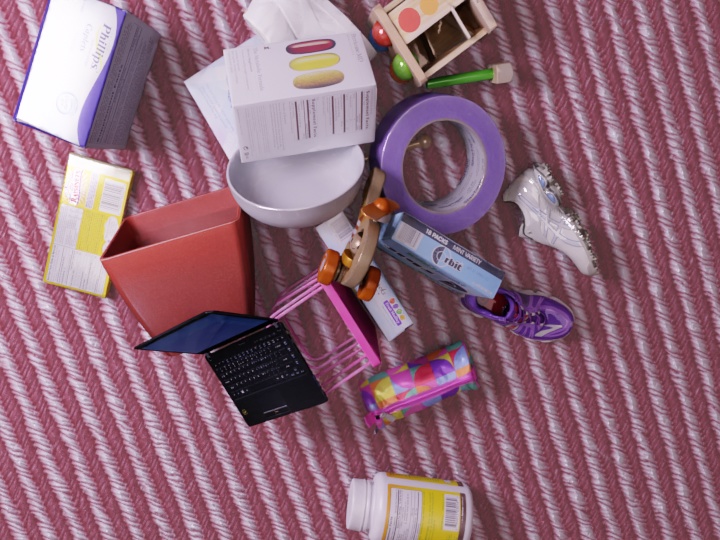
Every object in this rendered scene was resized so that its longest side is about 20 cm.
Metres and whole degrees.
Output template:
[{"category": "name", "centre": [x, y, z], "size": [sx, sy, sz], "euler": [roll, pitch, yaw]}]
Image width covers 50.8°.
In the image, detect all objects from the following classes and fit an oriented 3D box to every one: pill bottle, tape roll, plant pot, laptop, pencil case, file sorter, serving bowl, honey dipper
[{"category": "pill bottle", "centre": [0.078, 0.390, 1.229], "size": [0.194, 0.109, 0.113], "euler": [9, 98, -4]}, {"category": "tape roll", "centre": [0.115, -0.163, 1.148], "size": [0.194, 0.085, 0.206], "euler": [-4, 107, -12]}, {"category": "plant pot", "centre": [-0.243, 0.005, 1.123], "size": [0.195, 0.201, 0.181], "euler": [-16, 112, -1]}, {"category": "laptop", "centre": [-0.173, 0.139, 1.024], "size": [0.175, 0.103, 0.203], "euler": [-23, 103, 39]}, {"category": "pencil case", "centre": [0.093, 0.186, 1.215], "size": [0.196, 0.088, 0.090], "euler": [-25, 99, -1]}, {"category": "file sorter", "centre": [-0.059, 0.085, 1.134], "size": [0.124, 0.200, 0.141], "euler": [-32, 99, 4]}, {"category": "serving bowl", "centre": [-0.090, -0.124, 1.079], "size": [0.194, 0.203, 0.067], "euler": [-5, 133, -3]}, {"category": "honey dipper", "centre": [0.018, -0.178, 1.186], "size": [0.195, 0.038, 0.039], "euler": [-18, 99, -5]}]

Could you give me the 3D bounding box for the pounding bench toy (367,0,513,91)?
[{"category": "pounding bench toy", "centre": [0.116, -0.326, 1.123], "size": [0.154, 0.124, 0.202], "euler": [-35, 99, 2]}]

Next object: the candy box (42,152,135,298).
[{"category": "candy box", "centre": [-0.420, -0.069, 1.175], "size": [0.099, 0.026, 0.206], "euler": [15, 97, -3]}]

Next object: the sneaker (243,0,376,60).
[{"category": "sneaker", "centre": [-0.077, -0.339, 1.102], "size": [0.198, 0.074, 0.117], "euler": [34, 96, -26]}]

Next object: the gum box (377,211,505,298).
[{"category": "gum box", "centre": [0.104, -0.021, 1.123], "size": [0.167, 0.200, 0.045], "euler": [30, 87, -9]}]

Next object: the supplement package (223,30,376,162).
[{"category": "supplement package", "centre": [-0.083, -0.243, 1.059], "size": [0.194, 0.111, 0.116], "euler": [-11, 57, -8]}]

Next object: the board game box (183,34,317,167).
[{"category": "board game box", "centre": [-0.134, -0.250, 1.158], "size": [0.196, 0.043, 0.203], "euler": [-31, 99, -2]}]

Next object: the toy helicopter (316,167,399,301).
[{"category": "toy helicopter", "centre": [0.010, -0.070, 1.019], "size": [0.077, 0.203, 0.133], "euler": [20, 139, -10]}]

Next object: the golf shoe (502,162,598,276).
[{"category": "golf shoe", "centre": [0.303, -0.067, 1.208], "size": [0.096, 0.078, 0.203], "euler": [-32, 93, 19]}]

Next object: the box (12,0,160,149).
[{"category": "box", "centre": [-0.375, -0.275, 1.061], "size": [0.102, 0.200, 0.188], "euler": [20, 97, -5]}]

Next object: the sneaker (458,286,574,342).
[{"category": "sneaker", "centre": [0.250, 0.070, 1.208], "size": [0.194, 0.083, 0.083], "euler": [15, 98, -7]}]

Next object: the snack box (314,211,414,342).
[{"category": "snack box", "centre": [0.000, 0.000, 1.152], "size": [0.052, 0.142, 0.203], "euler": [-32, 98, 0]}]
